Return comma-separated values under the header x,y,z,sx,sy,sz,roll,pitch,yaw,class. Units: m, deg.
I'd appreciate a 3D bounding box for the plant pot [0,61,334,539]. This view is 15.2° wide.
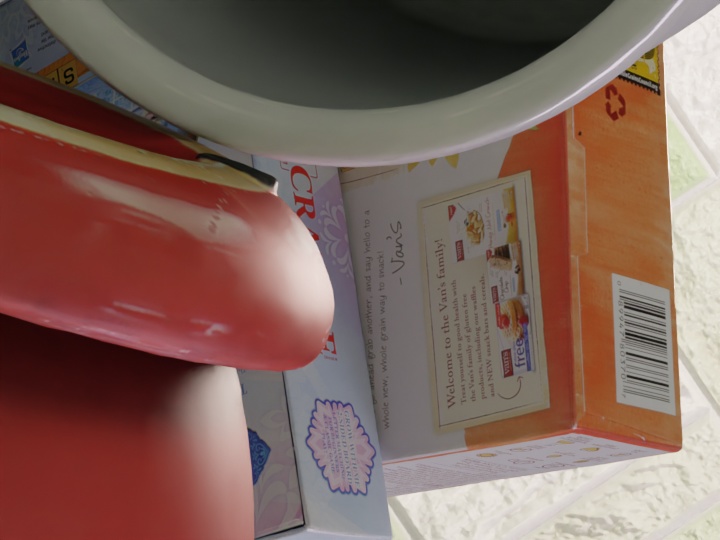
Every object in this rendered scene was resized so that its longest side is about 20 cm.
x,y,z,sx,sy,sz,roll,pitch,yaw,class
-0.110,0.044,0.507,0.200,0.200,0.183,-7,117,-82,plant pot

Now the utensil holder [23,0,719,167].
x,y,z,sx,sy,sz,roll,pitch,yaw,class
0.022,-0.116,0.597,0.170,0.170,0.200,-34,177,17,utensil holder

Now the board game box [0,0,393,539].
x,y,z,sx,sy,sz,roll,pitch,yaw,class
-0.090,0.011,0.831,0.200,0.200,0.041,-22,157,36,board game box

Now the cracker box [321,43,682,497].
x,y,z,sx,sy,sz,roll,pitch,yaw,class
0.000,0.000,0.822,0.200,0.134,0.058,-12,163,39,cracker box
